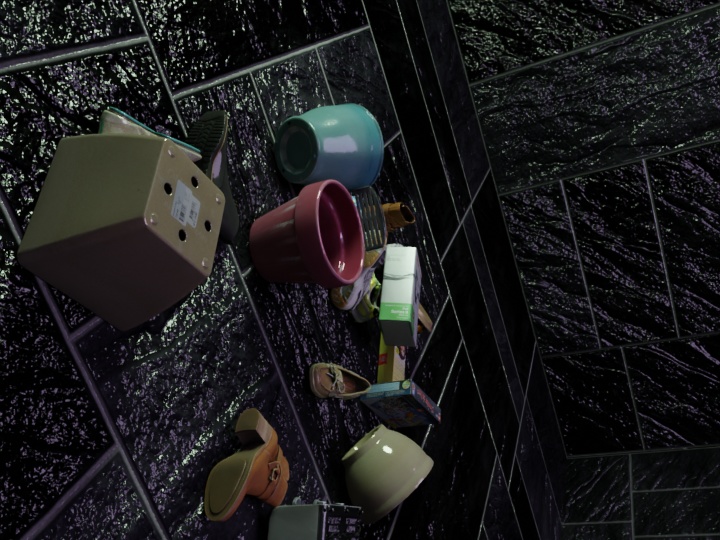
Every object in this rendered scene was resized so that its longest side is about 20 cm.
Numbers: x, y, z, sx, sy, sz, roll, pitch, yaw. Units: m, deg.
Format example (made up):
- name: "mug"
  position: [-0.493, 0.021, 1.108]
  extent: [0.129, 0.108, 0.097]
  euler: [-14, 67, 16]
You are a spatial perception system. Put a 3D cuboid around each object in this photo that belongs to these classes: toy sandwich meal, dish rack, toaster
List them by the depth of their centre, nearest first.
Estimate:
- name: "toaster"
  position: [-0.076, 0.509, 1.219]
  extent: [0.181, 0.115, 0.206]
  euler: [39, 51, -61]
- name: "dish rack"
  position: [-0.043, -0.097, 1.500]
  extent: [0.055, 0.194, 0.158]
  euler: [-70, 147, -88]
- name: "toy sandwich meal"
  position: [0.121, 0.100, 1.888]
  extent: [0.207, 0.070, 0.205]
  euler: [53, 6, -8]

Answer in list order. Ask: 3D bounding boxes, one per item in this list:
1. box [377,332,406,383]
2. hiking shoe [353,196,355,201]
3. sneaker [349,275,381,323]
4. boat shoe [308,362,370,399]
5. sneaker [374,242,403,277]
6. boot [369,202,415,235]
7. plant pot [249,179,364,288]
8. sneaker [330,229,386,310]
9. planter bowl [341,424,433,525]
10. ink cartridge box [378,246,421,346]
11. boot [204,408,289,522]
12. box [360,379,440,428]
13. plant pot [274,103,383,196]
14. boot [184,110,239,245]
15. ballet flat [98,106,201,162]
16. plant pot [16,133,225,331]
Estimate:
- name: "box"
  position: [0.081, 0.237, 1.795]
  extent: [0.075, 0.049, 0.205]
  euler: [49, 39, -47]
- name: "hiking shoe"
  position: [-0.036, -0.115, 1.654]
  extent: [0.086, 0.073, 0.206]
  euler: [34, 49, -58]
- name: "sneaker"
  position: [0.015, 0.025, 1.706]
  extent: [0.075, 0.075, 0.206]
  euler: [27, 57, -60]
- name: "boat shoe"
  position: [-0.046, 0.237, 1.496]
  extent: [0.199, 0.061, 0.076]
  euler: [24, 58, -61]
- name: "sneaker"
  position: [0.068, -0.024, 1.855]
  extent: [0.199, 0.065, 0.093]
  euler: [-1, 76, -62]
- name: "boot"
  position: [0.072, -0.125, 1.800]
  extent: [0.199, 0.151, 0.079]
  euler: [34, 49, -57]
- name: "plant pot"
  position: [-0.109, -0.057, 1.342]
  extent: [0.200, 0.175, 0.206]
  euler: [40, 44, -54]
- name: "sneaker"
  position: [0.000, 0.000, 1.624]
  extent: [0.203, 0.075, 0.088]
  euler: [-57, 154, -2]
- name: "planter bowl"
  position: [0.041, 0.422, 1.493]
  extent: [0.136, 0.200, 0.200]
  euler: [50, 25, 6]
- name: "ink cartridge box"
  position: [0.100, 0.063, 1.709]
  extent: [0.147, 0.081, 0.205]
  euler: [72, 23, -60]
- name: "boot"
  position: [-0.176, 0.354, 1.155]
  extent: [0.203, 0.072, 0.157]
  euler: [-68, 146, -43]
- name: "box"
  position: [0.101, 0.328, 1.695]
  extent: [0.200, 0.133, 0.039]
  euler: [49, 37, -48]
- name: "plant pot"
  position: [-0.080, -0.258, 1.501]
  extent: [0.186, 0.196, 0.206]
  euler: [-13, 91, -51]
- name: "boot"
  position: [-0.251, -0.160, 1.219]
  extent: [0.139, 0.075, 0.205]
  euler: [50, 47, -57]
- name: "ballet flat"
  position: [-0.329, -0.190, 1.076]
  extent: [0.199, 0.066, 0.064]
  euler: [21, 90, -59]
- name: "plant pot"
  position: [-0.296, -0.063, 0.935]
  extent: [0.200, 0.173, 0.205]
  euler: [49, 38, -48]
